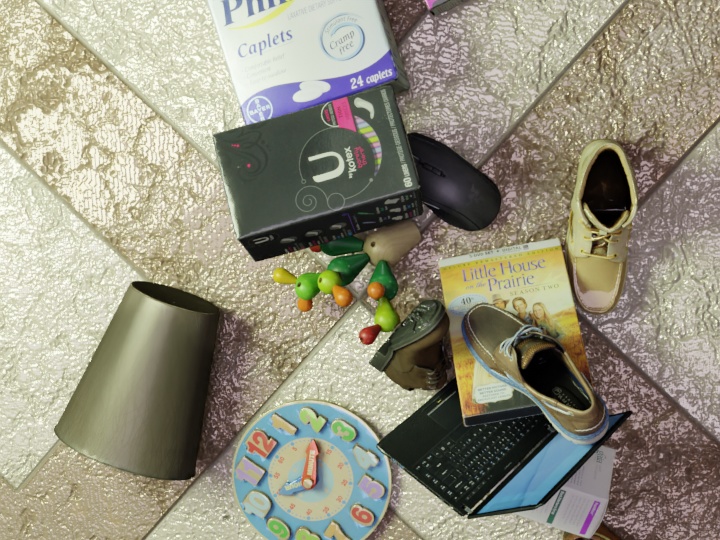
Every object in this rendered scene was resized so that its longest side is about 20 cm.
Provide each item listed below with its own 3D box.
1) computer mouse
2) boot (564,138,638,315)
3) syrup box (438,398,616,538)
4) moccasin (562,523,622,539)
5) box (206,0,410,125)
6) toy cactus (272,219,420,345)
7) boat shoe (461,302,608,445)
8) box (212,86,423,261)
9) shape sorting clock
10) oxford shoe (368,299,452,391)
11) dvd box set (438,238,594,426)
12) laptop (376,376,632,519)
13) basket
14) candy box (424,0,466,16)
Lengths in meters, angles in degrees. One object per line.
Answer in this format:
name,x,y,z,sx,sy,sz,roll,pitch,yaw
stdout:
computer mouse,0.056,-0.095,1.252,0.200,0.046,0.141,37,83,3
boot,0.262,-0.041,1.187,0.072,0.155,0.201,6,98,9
syrup box,0.185,0.228,1.260,0.199,0.079,0.082,18,133,6
moccasin,0.324,0.364,1.269,0.201,0.078,0.074,45,101,2
box,-0.063,-0.273,1.231,0.183,0.105,0.201,-19,89,11
toy cactus,0.000,0.000,1.258,0.165,0.200,0.103,-30,131,-23
boat shoe,0.181,0.092,1.140,0.072,0.072,0.200,-42,59,-13
box,-0.043,-0.102,1.181,0.199,0.106,0.123,-16,76,2
shape sorting clock,-0.061,0.256,1.340,0.199,0.039,0.201,1,98,10
oxford shoe,0.074,0.088,1.226,0.084,0.200,0.073,42,71,5
dvd box set,0.171,0.066,1.220,0.146,0.029,0.201,-10,59,6
laptop,0.152,0.172,1.177,0.200,0.177,0.104,36,138,25
basket,-0.253,0.124,1.311,0.179,0.136,0.201,19,96,3
candy box,0.141,-0.389,1.211,0.199,0.061,0.137,-24,92,11
